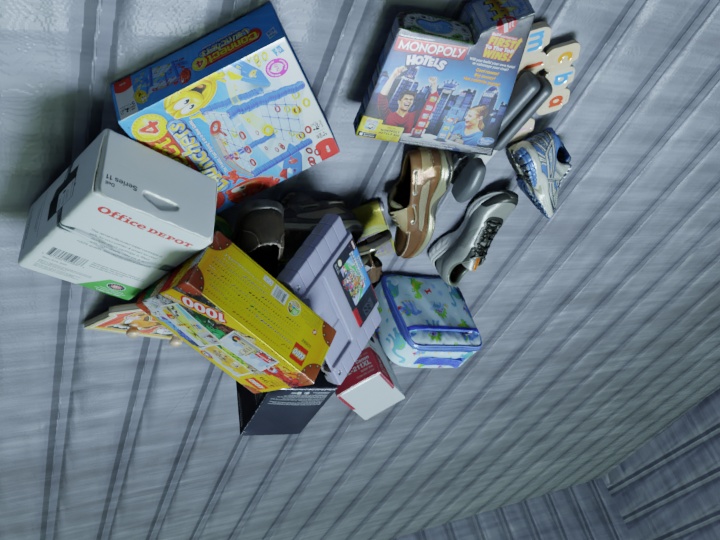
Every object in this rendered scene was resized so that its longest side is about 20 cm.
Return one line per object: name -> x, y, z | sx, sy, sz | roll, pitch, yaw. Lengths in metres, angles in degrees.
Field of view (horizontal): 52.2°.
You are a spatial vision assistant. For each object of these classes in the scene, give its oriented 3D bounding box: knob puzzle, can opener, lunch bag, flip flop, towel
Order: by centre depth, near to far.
can opener -> 0.188, -0.174, 1.003 | 0.052, 0.068, 0.200 | 5, 141, -36
knob puzzle -> -0.278, 0.081, 1.076 | 0.214, 0.031, 0.220 | -3, 162, -1
flip flop -> 0.000, 0.000, 1.082 | 0.080, 0.058, 0.200 | -26, 167, -31
towel -> -0.042, -0.032, 1.137 | 0.196, 0.023, 0.145 | -21, 149, -3
lunch bag -> 0.115, 0.091, 1.290 | 0.197, 0.163, 0.083 | 8, 139, -39

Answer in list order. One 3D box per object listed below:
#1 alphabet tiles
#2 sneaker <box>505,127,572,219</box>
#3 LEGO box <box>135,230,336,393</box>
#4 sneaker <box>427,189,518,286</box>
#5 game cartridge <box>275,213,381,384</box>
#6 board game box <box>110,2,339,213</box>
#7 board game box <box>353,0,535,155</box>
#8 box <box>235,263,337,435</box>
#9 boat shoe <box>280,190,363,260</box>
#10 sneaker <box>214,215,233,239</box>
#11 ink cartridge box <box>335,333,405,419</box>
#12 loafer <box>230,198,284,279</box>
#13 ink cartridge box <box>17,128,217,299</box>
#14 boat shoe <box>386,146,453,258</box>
alphabet tiles -> 0.196, -0.240, 0.986 | 0.191, 0.015, 0.202 | -17, 148, -5
sneaker -> 0.289, -0.149, 1.128 | 0.085, 0.078, 0.200 | -38, 153, 5
LEGO box -> -0.151, 0.058, 0.897 | 0.199, 0.078, 0.148 | 42, 146, -23
sneaker -> 0.193, -0.053, 1.205 | 0.073, 0.080, 0.201 | 7, 136, -37
game cartridge -> -0.034, 0.040, 0.983 | 0.130, 0.038, 0.202 | -51, 137, -29
board game box -> -0.143, -0.169, 0.833 | 0.192, 0.057, 0.201 | -26, 149, 4
board game box -> 0.109, -0.242, 0.870 | 0.195, 0.063, 0.202 | 4, 137, -23
box -> -0.122, 0.122, 1.120 | 0.102, 0.204, 0.183 | 4, 148, -24
boat shoe -> -0.087, -0.064, 1.013 | 0.197, 0.074, 0.075 | -1, 147, -42
sneaker -> -0.193, -0.007, 1.017 | 0.073, 0.085, 0.201 | -24, 148, 4
ink cartridge box -> -0.016, 0.123, 1.217 | 0.082, 0.203, 0.146 | -28, 149, 6
loafer -> -0.139, -0.001, 0.930 | 0.071, 0.073, 0.202 | -1, 142, -18
ink cartridge box -> -0.272, -0.054, 0.829 | 0.145, 0.085, 0.198 | 24, 144, -38
boat shoe -> 0.072, -0.102, 1.068 | 0.072, 0.077, 0.203 | -3, 136, -19
